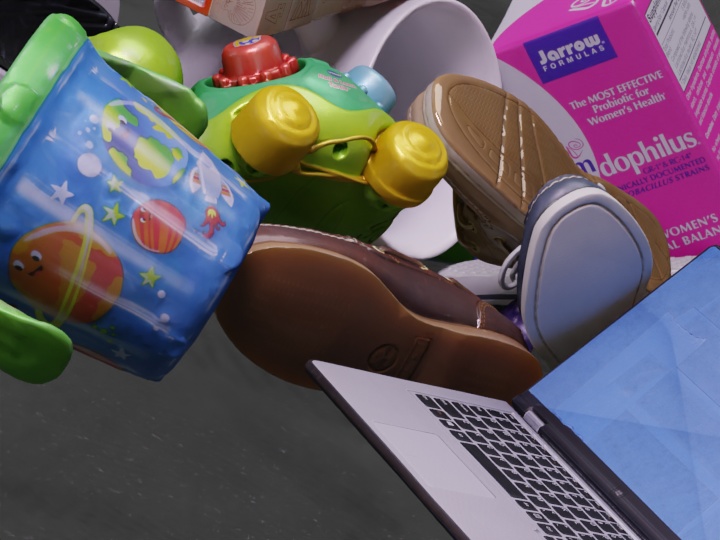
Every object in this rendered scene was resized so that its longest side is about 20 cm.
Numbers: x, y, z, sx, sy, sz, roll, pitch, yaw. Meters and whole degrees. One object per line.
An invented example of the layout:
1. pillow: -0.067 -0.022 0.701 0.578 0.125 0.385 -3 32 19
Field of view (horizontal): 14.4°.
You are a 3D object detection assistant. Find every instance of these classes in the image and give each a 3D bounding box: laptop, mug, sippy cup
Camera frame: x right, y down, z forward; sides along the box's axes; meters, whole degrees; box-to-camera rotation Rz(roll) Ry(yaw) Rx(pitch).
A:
1. laptop: 0.114 0.059 1.293 0.200 0.116 0.187 14 19 -35
2. mug: -0.041 -0.104 1.605 0.175 0.148 0.200 9 -32 34
3. sippy cup: -0.117 -0.023 1.262 0.130 0.178 0.140 32 -17 -6

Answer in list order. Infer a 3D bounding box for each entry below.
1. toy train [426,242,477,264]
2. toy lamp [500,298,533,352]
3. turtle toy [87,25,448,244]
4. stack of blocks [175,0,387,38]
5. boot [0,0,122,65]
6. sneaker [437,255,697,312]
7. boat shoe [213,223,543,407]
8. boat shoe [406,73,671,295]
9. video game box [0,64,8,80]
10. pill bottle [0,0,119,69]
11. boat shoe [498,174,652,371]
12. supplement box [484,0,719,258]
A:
1. toy train: 0.088 -0.021 1.751 0.115 0.085 0.200 11 2 30
2. toy lamp: 0.000 0.000 1.524 0.199 0.058 0.058 22 12 1
3. turtle toy: -0.060 -0.061 1.412 0.200 0.146 0.101 15 48 -31
4. stack of blocks: -0.042 -0.186 1.505 0.115 0.059 0.200 28 26 21
5. boot: -0.224 -0.180 1.551 0.168 0.076 0.200 39 -3 45
6. sneaker: 0.143 0.032 1.614 0.199 0.080 0.078 0 10 -3
7. boat shoe: -0.001 0.022 1.390 0.200 0.070 0.070 25 20 -38
8. boat shoe: 0.082 -0.030 1.493 0.200 0.069 0.074 37 43 -38
9. video game box: -0.268 -0.135 1.540 0.200 0.047 0.182 34 3 -46
10. pill bottle: -0.248 -0.184 1.746 0.200 0.112 0.111 28 13 25
11. boat shoe: 0.112 0.009 1.437 0.062 0.075 0.200 65 2 36
12. supplement box: 0.168 -0.081 1.678 0.200 0.101 0.103 61 29 -19
